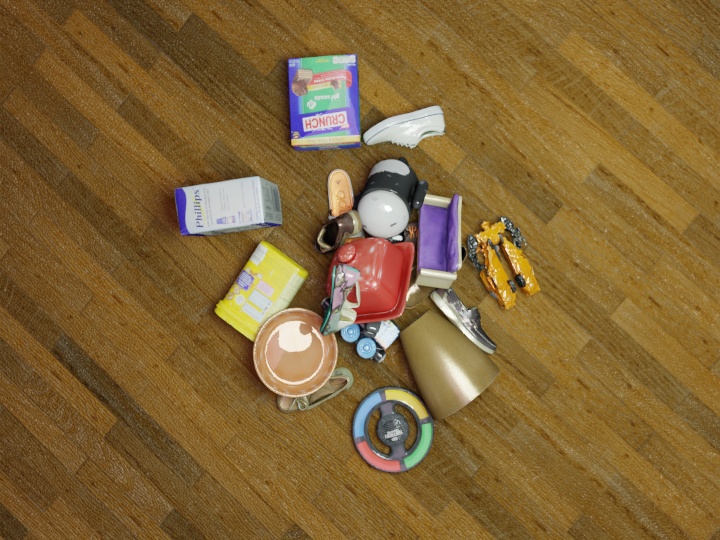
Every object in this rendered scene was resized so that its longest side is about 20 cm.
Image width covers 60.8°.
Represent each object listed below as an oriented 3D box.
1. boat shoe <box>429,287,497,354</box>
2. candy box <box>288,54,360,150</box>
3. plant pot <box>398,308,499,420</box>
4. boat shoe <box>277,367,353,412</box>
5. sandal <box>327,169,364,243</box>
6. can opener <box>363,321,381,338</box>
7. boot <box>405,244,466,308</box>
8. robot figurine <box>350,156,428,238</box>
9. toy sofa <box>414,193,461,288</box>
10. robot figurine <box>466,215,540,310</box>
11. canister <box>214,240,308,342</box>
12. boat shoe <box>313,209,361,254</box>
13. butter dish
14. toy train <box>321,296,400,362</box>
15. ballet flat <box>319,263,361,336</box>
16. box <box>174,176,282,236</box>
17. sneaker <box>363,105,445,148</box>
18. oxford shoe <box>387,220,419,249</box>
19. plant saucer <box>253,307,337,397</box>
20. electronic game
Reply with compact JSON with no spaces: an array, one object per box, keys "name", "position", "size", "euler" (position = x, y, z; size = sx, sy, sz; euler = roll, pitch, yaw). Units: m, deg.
[{"name":"boat shoe","position":[0.248,0.108,1.426],"size":[0.200,0.072,0.065],"euler":[45,99,9]},{"name":"candy box","position":[-0.083,-0.393,1.449],"size":[0.165,0.077,0.205],"euler":[-3,91,5]},{"name":"plant pot","position":[0.177,0.196,1.376],"size":[0.185,0.186,0.201],"euler":[-38,86,4]},{"name":"boat shoe","position":[-0.112,0.285,1.463],"size":[0.197,0.063,0.075],"euler":[-25,89,5]},{"name":"sandal","position":[-0.044,-0.137,1.455],"size":[0.077,0.059,0.212],"euler":[-13,90,5]},{"name":"can opener","position":[0.054,0.060,1.402],"size":[0.065,0.053,0.203],"euler":[20,59,-2]},{"name":"boot","position":[0.165,0.009,1.410],"size":[0.200,0.075,0.074],"euler":[-46,106,-5]},{"name":"robot figurine","position":[0.065,-0.164,1.383],"size":[0.123,0.150,0.202],"euler":[29,50,-11]},{"name":"toy sofa","position":[0.169,-0.071,1.343],"size":[0.081,0.098,0.204],"euler":[8,63,-6]},{"name":"robot figurine","position":[0.324,-0.021,1.415],"size":[0.143,0.058,0.203],"euler":[-26,88,-11]},{"name":"canister","position":[-0.232,0.051,1.462],"size":[0.147,0.087,0.202],"euler":[34,92,4]},{"name":"boat shoe","position":[-0.070,-0.080,1.394],"size":[0.071,0.199,0.074],"euler":[-20,88,-31]},{"name":"butter dish","position":[0.000,0.000,1.336],"size":[0.196,0.148,0.203],"euler":[-9,53,30]},{"name":"toy train","position":[0.000,0.120,1.445],"size":[0.200,0.087,0.114],"euler":[44,85,6]},{"name":"ballet flat","position":[-0.038,0.071,1.270],"size":[0.070,0.070,0.203],"euler":[13,131,-3]},{"name":"box","position":[-0.298,-0.144,1.418],"size":[0.195,0.184,0.108],"euler":[-7,92,6]},{"name":"sneaker","position":[0.105,-0.322,1.433],"size":[0.196,0.073,0.072],"euler":[-18,83,4]},{"name":"oxford shoe","position":[0.127,-0.082,1.433],"size":[0.195,0.073,0.073],"euler":[-13,87,5]},{"name":"plant saucer","position":[-0.151,0.189,1.424],"size":[0.195,0.037,0.205],"euler":[1,86,-13]},{"name":"electronic game","position":[0.077,0.377,1.457],"size":[0.195,0.042,0.205],"euler":[0,90,5]}]
